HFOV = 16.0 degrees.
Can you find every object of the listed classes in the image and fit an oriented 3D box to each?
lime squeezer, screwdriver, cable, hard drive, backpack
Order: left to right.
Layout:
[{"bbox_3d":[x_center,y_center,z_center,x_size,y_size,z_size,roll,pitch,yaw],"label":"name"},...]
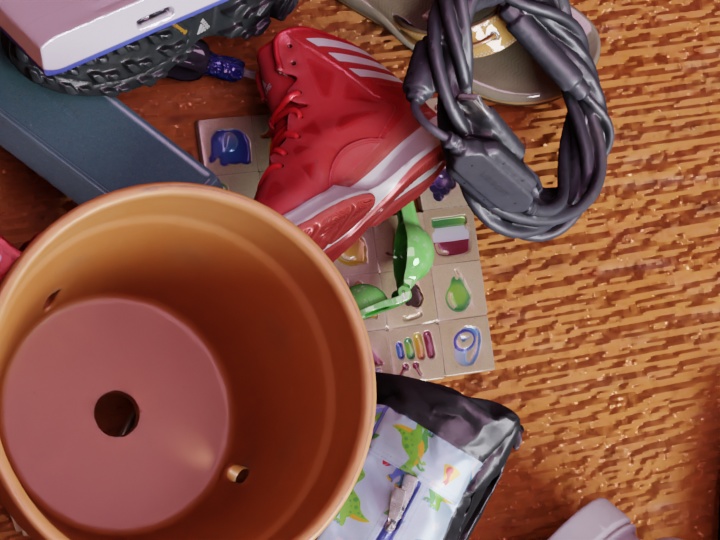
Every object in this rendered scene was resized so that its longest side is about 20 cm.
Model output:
[{"bbox_3d":[-0.161,-0.185,1.371,0.132,0.200,0.025,-26,137,-22],"label":"hard drive"},{"bbox_3d":[-0.052,-0.112,1.479,0.200,0.029,0.028,12,80,-16],"label":"screwdriver"},{"bbox_3d":[-0.012,0.153,1.415,0.154,0.163,0.200,18,85,-11],"label":"backpack"},{"bbox_3d":[0.000,0.000,1.478,0.071,0.038,0.200,37,76,-21],"label":"lime squeezer"},{"bbox_3d":[0.086,-0.106,1.462,0.200,0.051,0.163,33,53,-51],"label":"cable"}]

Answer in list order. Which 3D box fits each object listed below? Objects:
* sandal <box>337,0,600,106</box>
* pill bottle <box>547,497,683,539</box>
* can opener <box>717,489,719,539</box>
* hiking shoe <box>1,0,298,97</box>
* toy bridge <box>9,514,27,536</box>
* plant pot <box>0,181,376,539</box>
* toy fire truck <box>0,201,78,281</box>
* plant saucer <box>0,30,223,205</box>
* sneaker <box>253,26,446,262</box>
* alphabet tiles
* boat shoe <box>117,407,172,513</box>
[{"bbox_3d":[0.057,-0.160,1.517,0.200,0.054,0.080,29,75,-17],"label":"sandal"},{"bbox_3d":[0.185,0.226,1.468,0.200,0.112,0.112,42,69,18],"label":"pill bottle"},{"bbox_3d":[0.232,0.172,1.551,0.079,0.063,0.200,16,79,-20],"label":"can opener"},{"bbox_3d":[-0.125,-0.155,1.422,0.200,0.074,0.087,-21,51,-38],"label":"hiking shoe"},{"bbox_3d":[-0.207,0.057,1.374,0.067,0.027,0.200,-9,113,13],"label":"toy bridge"},{"bbox_3d":[-0.108,0.065,1.295,0.200,0.140,0.200,3,80,-19],"label":"plant pot"},{"bbox_3d":[-0.152,-0.022,1.417,0.200,0.049,0.141,41,73,-11],"label":"toy fire truck"},{"bbox_3d":[-0.168,-0.087,1.398,0.200,0.019,0.070,38,52,2],"label":"plant saucer"},{"bbox_3d":[-0.042,-0.063,1.421,0.116,0.078,0.200,45,42,12],"label":"sneaker"},{"bbox_3d":[-0.023,-0.011,1.496,0.200,0.008,0.167,-7,88,-22],"label":"alphabet tiles"},{"bbox_3d":[-0.119,0.124,1.395,0.200,0.072,0.065,-62,144,-15],"label":"boat shoe"}]
